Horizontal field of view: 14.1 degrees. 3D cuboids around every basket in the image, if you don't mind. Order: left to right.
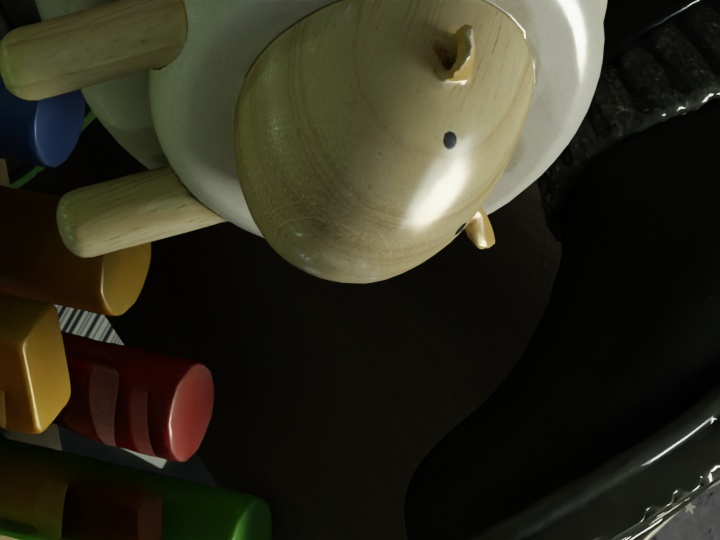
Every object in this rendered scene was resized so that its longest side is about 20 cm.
[{"bbox_3d":[0.000,0.000,0.817,0.180,0.200,0.136,-28,158,-44],"label":"basket"}]

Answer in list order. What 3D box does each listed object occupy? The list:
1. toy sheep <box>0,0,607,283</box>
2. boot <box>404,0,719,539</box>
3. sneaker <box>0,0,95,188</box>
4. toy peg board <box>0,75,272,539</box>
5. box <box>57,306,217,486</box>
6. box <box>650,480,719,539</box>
[{"bbox_3d":[-0.013,-0.074,0.639,0.138,0.138,0.200,111,-26,-43],"label":"toy sheep"},{"bbox_3d":[0.049,-0.022,0.704,0.211,0.158,0.079,-37,172,-32],"label":"boot"},{"bbox_3d":[-0.086,-0.111,0.735,0.084,0.077,0.200,-24,138,-58],"label":"sneaker"},{"bbox_3d":[-0.102,0.047,0.676,0.200,0.098,0.199,-55,149,-45],"label":"toy peg board"},{"bbox_3d":[-0.092,0.064,1.039,0.107,0.148,0.200,-62,175,-18],"label":"box"},{"bbox_3d":[0.086,0.076,1.008,0.200,0.132,0.115,-42,177,5],"label":"box"}]
